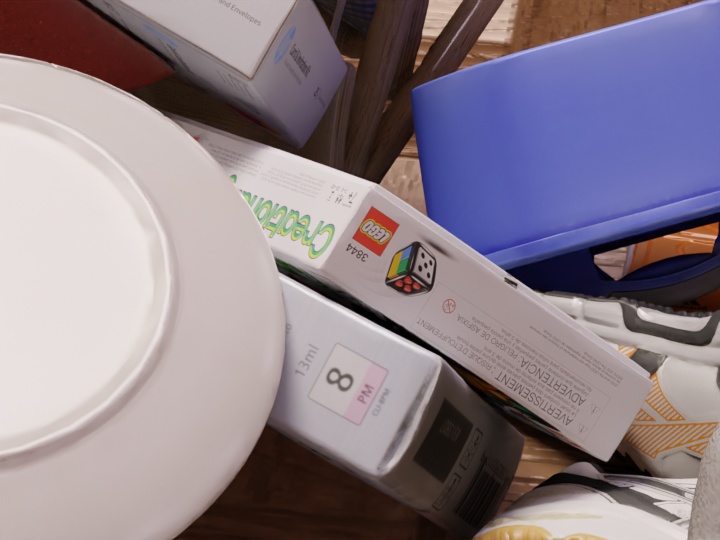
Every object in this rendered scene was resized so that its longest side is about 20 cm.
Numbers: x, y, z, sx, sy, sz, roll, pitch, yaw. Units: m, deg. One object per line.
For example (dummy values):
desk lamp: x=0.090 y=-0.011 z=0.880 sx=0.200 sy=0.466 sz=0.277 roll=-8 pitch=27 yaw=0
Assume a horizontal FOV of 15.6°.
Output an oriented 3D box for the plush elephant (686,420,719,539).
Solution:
plush elephant: x=0.144 y=0.151 z=0.647 sx=0.154 sy=0.165 sz=0.200 roll=7 pitch=51 yaw=41

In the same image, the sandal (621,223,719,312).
sandal: x=0.151 y=-0.029 z=1.135 sx=0.079 sy=0.060 sz=0.207 roll=6 pitch=25 yaw=6

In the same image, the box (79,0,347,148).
box: x=-0.104 y=-0.118 z=0.937 sx=0.199 sy=0.041 sz=0.156 roll=32 pitch=-2 yaw=7

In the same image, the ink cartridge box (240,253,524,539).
ink cartridge box: x=-0.048 y=0.017 z=0.884 sx=0.199 sy=0.057 sz=0.163 roll=25 pitch=-6 yaw=17

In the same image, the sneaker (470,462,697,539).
sneaker: x=0.134 y=0.101 z=0.841 sx=0.199 sy=0.076 sz=0.088 roll=14 pitch=28 yaw=22

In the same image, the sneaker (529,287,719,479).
sneaker: x=0.110 y=0.051 z=0.952 sx=0.073 sy=0.081 sz=0.199 roll=9 pitch=-2 yaw=-37

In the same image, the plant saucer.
plant saucer: x=-0.190 y=-0.126 z=0.946 sx=0.199 sy=0.037 sz=0.200 roll=34 pitch=-3 yaw=-38

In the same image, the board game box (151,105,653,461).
board game box: x=0.000 y=0.000 z=0.904 sx=0.126 sy=0.035 sz=0.200 roll=34 pitch=-5 yaw=-26

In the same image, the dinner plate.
dinner plate: x=-0.119 y=0.006 z=0.764 sx=0.199 sy=0.024 sz=0.201 roll=5 pitch=51 yaw=-6

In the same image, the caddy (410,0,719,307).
caddy: x=0.110 y=-0.038 z=1.022 sx=0.199 sy=0.106 sz=0.141 roll=-15 pitch=-3 yaw=5

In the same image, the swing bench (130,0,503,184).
swing bench: x=-0.059 y=-0.109 z=1.106 sx=0.198 sy=0.130 sz=0.201 roll=15 pitch=69 yaw=25
